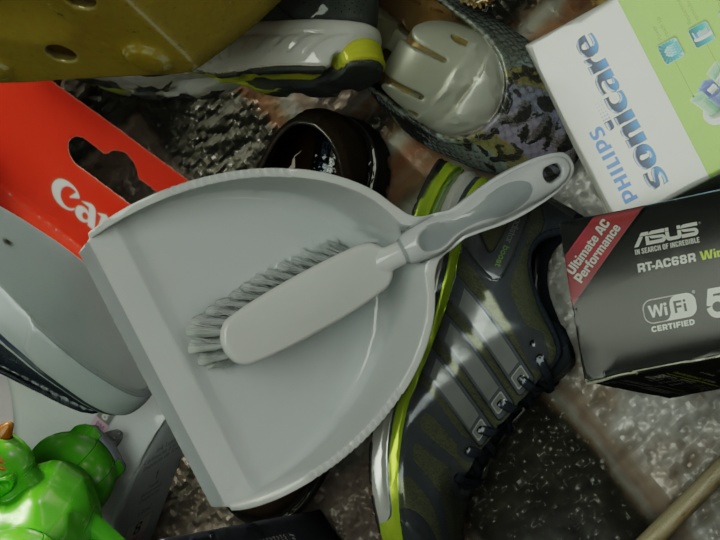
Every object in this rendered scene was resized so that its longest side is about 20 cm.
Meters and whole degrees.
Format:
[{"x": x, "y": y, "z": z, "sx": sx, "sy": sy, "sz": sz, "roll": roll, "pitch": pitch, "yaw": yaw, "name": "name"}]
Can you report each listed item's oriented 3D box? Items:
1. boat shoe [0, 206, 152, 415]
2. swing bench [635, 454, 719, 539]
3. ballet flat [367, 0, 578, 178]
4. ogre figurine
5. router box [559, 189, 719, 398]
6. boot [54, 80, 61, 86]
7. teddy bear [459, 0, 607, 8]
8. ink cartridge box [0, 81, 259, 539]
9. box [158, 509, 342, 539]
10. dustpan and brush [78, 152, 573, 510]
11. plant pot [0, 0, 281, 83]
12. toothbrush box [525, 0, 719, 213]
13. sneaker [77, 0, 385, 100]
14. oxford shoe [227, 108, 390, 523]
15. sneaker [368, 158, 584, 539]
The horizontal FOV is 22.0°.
[{"x": -0.189, "y": 0.014, "z": 0.822, "sx": 0.200, "sy": 0.071, "sz": 0.091, "roll": 39, "pitch": 114, "yaw": -7, "name": "boat shoe"}, {"x": 0.163, "y": 0.194, "z": 0.764, "sx": 0.200, "sy": 0.130, "sz": 0.199, "roll": 45, "pitch": 99, "yaw": 11, "name": "swing bench"}, {"x": 0.015, "y": -0.107, "z": 0.866, "sx": 0.200, "sy": 0.072, "sz": 0.072, "roll": 39, "pitch": 98, "yaw": 17, "name": "ballet flat"}, {"x": -0.162, "y": 0.127, "z": 0.798, "sx": 0.120, "sy": 0.200, "sz": 0.098, "roll": -34, "pitch": 85, "yaw": 16, "name": "ogre figurine"}, {"x": 0.174, "y": 0.006, "z": 0.733, "sx": 0.149, "sy": 0.200, "sz": 0.062, "roll": -11, "pitch": 81, "yaw": 17, "name": "router box"}, {"x": -0.128, "y": -0.170, "z": 0.910, "sx": 0.188, "sy": 0.068, "sz": 0.201, "roll": 23, "pitch": 88, "yaw": 20, "name": "boot"}, {"x": 0.125, "y": -0.176, "z": 0.829, "sx": 0.199, "sy": 0.067, "sz": 0.145, "roll": -26, "pitch": 43, "yaw": 18, "name": "teddy bear"}, {"x": -0.147, "y": 0.025, "z": 0.876, "sx": 0.162, "sy": 0.057, "sz": 0.200, "roll": 35, "pitch": 130, "yaw": 18, "name": "ink cartridge box"}, {"x": -0.071, "y": 0.191, "z": 0.800, "sx": 0.148, "sy": 0.200, "sz": 0.104, "roll": -40, "pitch": 76, "yaw": 12, "name": "box"}, {"x": 0.000, "y": 0.000, "z": 0.791, "sx": 0.199, "sy": 0.057, "sz": 0.140, "roll": -29, "pitch": 97, "yaw": -15, "name": "dustpan and brush"}, {"x": -0.114, "y": -0.187, "z": 0.742, "sx": 0.193, "sy": 0.195, "sz": 0.201, "roll": 1, "pitch": 67, "yaw": 30, "name": "plant pot"}, {"x": 0.183, "y": -0.099, "z": 0.766, "sx": 0.199, "sy": 0.146, "sz": 0.086, "roll": -27, "pitch": 85, "yaw": 13, "name": "toothbrush box"}, {"x": -0.075, "y": -0.125, "z": 0.846, "sx": 0.199, "sy": 0.074, "sz": 0.085, "roll": 5, "pitch": 84, "yaw": 24, "name": "sneaker"}, {"x": -0.041, "y": 0.021, "z": 0.867, "sx": 0.072, "sy": 0.084, "sz": 0.201, "roll": 8, "pitch": 89, "yaw": 17, "name": "oxford shoe"}, {"x": 0.054, "y": 0.052, "z": 0.840, "sx": 0.081, "sy": 0.074, "sz": 0.201, "roll": 7, "pitch": 89, "yaw": 16, "name": "sneaker"}]
